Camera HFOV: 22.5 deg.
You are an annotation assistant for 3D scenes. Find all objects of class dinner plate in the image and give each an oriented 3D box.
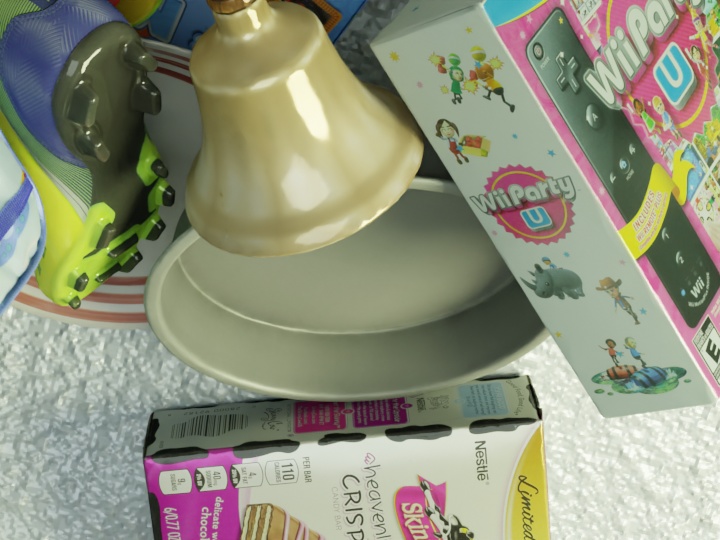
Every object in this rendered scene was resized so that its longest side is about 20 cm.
[{"bbox_3d":[-0.115,-0.041,0.841,0.199,0.024,0.201,1,140,1],"label":"dinner plate"}]

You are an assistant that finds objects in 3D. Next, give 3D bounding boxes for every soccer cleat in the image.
[{"bbox_3d":[-0.127,-0.056,0.773,0.084,0.200,0.065,39,62,15],"label":"soccer cleat"}]

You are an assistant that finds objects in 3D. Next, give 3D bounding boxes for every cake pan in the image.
[{"bbox_3d":[0.000,0.000,0.835,0.199,0.037,0.201,-3,149,-2],"label":"cake pan"}]

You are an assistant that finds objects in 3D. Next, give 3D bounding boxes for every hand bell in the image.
[{"bbox_3d":[-0.052,-0.112,0.684,0.104,0.104,0.201,-19,130,5],"label":"hand bell"}]

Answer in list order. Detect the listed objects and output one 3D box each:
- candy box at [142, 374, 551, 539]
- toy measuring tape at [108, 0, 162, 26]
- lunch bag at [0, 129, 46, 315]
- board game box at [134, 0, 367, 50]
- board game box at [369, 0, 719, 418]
[{"bbox_3d":[-0.003,0.135,0.925,0.199,0.061,0.137,-6,110,0],"label":"candy box"},{"bbox_3d":[-0.074,-0.139,0.739,0.199,0.074,0.074,-7,112,24],"label":"toy measuring tape"},{"bbox_3d":[-0.208,-0.006,0.664,0.082,0.200,0.161,-2,128,33],"label":"lunch bag"},{"bbox_3d":[-0.055,-0.163,0.781,0.151,0.037,0.200,34,129,-9],"label":"board game box"},{"bbox_3d":[0.109,-0.062,0.770,0.064,0.148,0.200,-13,120,45],"label":"board game box"}]
